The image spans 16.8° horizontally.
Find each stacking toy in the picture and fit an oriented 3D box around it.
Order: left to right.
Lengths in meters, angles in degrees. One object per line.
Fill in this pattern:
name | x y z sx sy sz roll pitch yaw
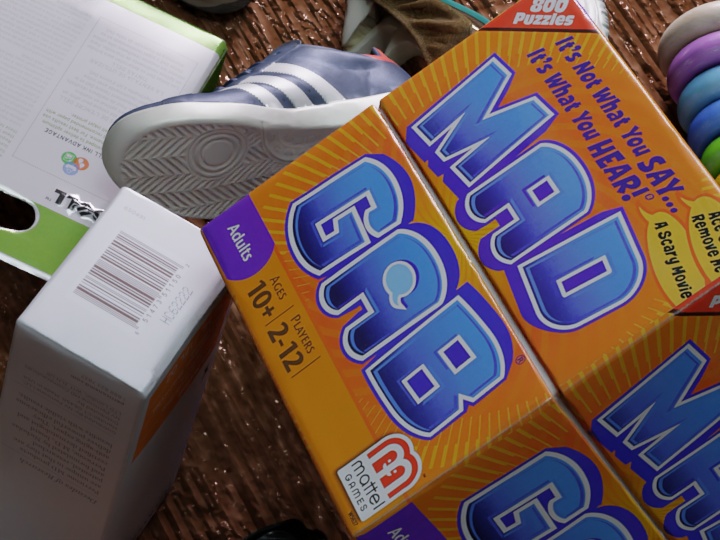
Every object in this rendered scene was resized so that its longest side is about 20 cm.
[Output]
stacking toy | 0.234 -0.061 1.467 0.085 0.085 0.201 3 59 -15

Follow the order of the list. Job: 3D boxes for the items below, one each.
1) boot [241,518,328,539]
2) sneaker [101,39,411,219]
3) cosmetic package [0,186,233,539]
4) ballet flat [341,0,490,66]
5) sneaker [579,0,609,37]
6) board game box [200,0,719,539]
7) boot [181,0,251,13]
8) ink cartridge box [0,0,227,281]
boot | -0.008 0.156 1.164 0.077 0.139 0.200 4 30 23
sneaker | -0.056 -0.085 1.327 0.199 0.075 0.085 -5 46 -31
cosmetic package | -0.125 0.067 1.174 0.071 0.200 0.102 29 51 6
ballet flat | 0.030 -0.141 1.452 0.068 0.072 0.200 38 6 -38
sneaker | 0.097 -0.106 1.453 0.087 0.076 0.201 12 51 -9
board game box | 0.085 0.040 1.086 0.199 0.200 0.200 -35 46 5
boot | -0.131 -0.258 1.446 0.200 0.151 0.073 38 53 12
ink cartridge box | -0.182 -0.070 1.340 0.147 0.076 0.201 25 53 2
